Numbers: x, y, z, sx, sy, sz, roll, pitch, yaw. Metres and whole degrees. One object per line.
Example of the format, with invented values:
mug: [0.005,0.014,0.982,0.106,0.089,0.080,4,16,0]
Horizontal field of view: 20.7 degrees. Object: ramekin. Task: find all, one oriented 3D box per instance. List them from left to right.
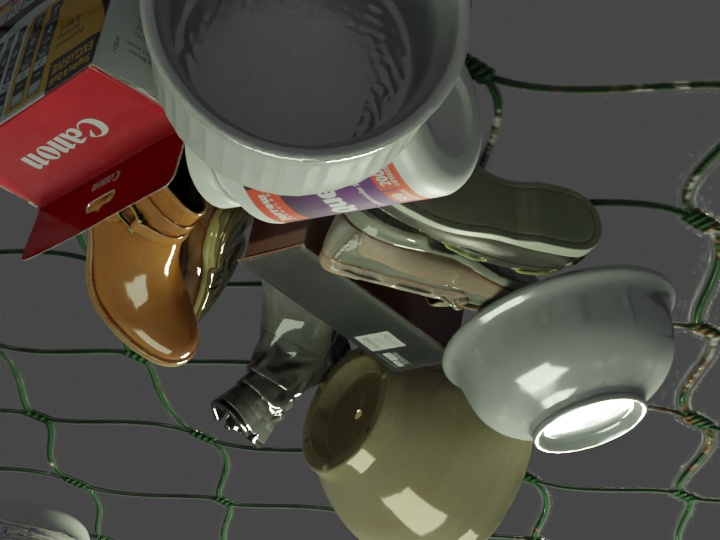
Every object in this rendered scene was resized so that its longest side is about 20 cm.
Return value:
ramekin: [-0.037,-0.144,1.203,0.198,0.202,0.098,13,161,-4]

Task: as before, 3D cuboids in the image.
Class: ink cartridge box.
ink cartridge box: [-0.187,-0.121,1.316,0.083,0.177,0.199,29,148,-29]

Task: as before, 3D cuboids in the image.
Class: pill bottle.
pill bottle: [-0.022,-0.095,1.369,0.198,0.113,0.112,-9,146,34]

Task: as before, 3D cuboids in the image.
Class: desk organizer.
desk organizer: [0.000,0.000,1.575,0.071,0.078,0.200,-13,144,39]

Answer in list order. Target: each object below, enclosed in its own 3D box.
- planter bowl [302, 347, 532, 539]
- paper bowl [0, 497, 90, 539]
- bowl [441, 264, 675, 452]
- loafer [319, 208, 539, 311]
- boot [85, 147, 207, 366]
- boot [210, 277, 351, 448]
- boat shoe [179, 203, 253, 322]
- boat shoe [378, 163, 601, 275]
planter bowl: [0.034,0.146,1.705,0.134,0.202,0.199,30,147,-28]
paper bowl: [-0.399,0.342,2.338,0.198,0.105,0.201,9,152,5]
bowl: [0.171,0.085,1.573,0.199,0.091,0.202,-14,153,-7]
loafer: [0.052,-0.004,1.524,0.199,0.072,0.063,22,112,-36]
boot: [-0.150,-0.029,1.503,0.076,0.202,0.155,-23,-178,-38]
boot: [-0.075,0.072,1.666,0.070,0.132,0.201,34,162,29]
boat shoe: [-0.136,-0.019,1.613,0.067,0.072,0.201,31,148,5]
boat shoe: [0.079,-0.043,1.471,0.199,0.072,0.061,17,148,-16]
